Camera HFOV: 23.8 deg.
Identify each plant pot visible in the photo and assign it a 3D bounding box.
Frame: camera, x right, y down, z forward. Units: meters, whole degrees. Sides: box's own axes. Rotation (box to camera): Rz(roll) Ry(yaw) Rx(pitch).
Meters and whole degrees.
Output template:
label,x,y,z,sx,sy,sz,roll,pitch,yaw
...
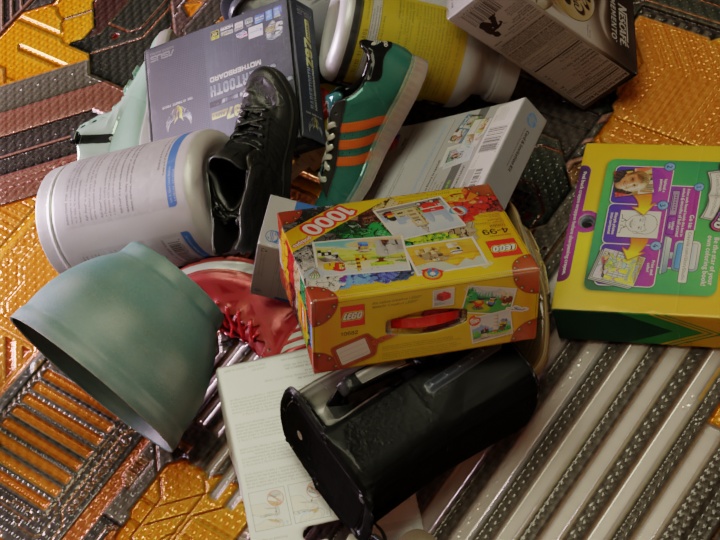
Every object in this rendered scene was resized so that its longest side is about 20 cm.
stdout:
label,x,y,z,sx,sy,sz,roll,pitch,yaw
plant pot,-0.214,0.059,1.633,0.200,0.200,0.134,30,74,34

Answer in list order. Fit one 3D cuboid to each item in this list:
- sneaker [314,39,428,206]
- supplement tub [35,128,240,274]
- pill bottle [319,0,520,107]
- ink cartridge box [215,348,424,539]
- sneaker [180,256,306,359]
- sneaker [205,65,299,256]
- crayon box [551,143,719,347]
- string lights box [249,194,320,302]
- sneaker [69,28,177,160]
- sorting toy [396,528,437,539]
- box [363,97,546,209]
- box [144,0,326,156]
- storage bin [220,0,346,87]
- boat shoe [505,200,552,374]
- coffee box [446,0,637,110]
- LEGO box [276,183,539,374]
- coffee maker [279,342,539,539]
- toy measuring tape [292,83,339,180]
label,x,y,z,sx,sy,sz,roll,pitch,yaw
sneaker,-0.011,-0.139,1.722,0.201,0.080,0.071,-63,13,9
supplement tub,-0.218,-0.064,1.757,0.199,0.132,0.132,-10,51,27
pill bottle,0.064,-0.233,1.783,0.199,0.112,0.112,12,53,-11
ink cartridge box,-0.039,0.171,1.590,0.162,0.057,0.201,-11,71,-5
sneaker,-0.111,0.054,1.690,0.199,0.078,0.116,-3,52,18
sneaker,-0.110,-0.111,1.692,0.060,0.104,0.201,-2,84,26
crayon box,0.285,-0.026,1.625,0.172,0.058,0.201,4,56,20
string lights box,0.000,0.000,1.627,0.199,0.103,0.059,14,61,-2
sneaker,-0.265,-0.190,1.928,0.118,0.074,0.201,-6,52,19
sorting toy,0.033,0.335,1.455,0.200,0.037,0.185,-39,52,-12
box,0.076,-0.087,1.699,0.199,0.041,0.156,-8,47,48
box,-0.136,-0.184,1.814,0.199,0.051,0.159,-15,73,30
storage bin,-0.032,-0.282,1.884,0.200,0.146,0.135,-33,61,-7
boat shoe,0.152,0.020,1.627,0.074,0.066,0.201,-24,52,26
coffee box,0.186,-0.267,1.744,0.080,0.199,0.114,-34,41,39
LEGO box,0.038,0.004,1.495,0.199,0.078,0.149,-9,34,-12
coffee maker,0.057,0.144,1.522,0.199,0.135,0.193,-29,91,-20
toy measuring tape,-0.067,-0.139,1.831,0.200,0.074,0.074,-41,52,0
